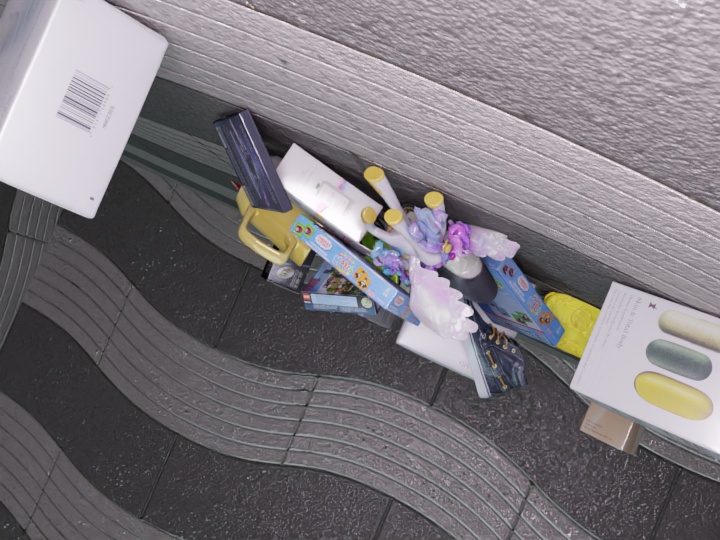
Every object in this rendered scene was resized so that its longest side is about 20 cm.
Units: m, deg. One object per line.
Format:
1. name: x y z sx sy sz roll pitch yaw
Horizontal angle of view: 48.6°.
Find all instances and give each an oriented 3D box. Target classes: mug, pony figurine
1. mug: -0.124 -0.109 1.317 0.152 0.151 0.187 33 -170 -5
2. pony figurine: 0.090 -0.030 1.052 0.191 0.168 0.201 26 160 34

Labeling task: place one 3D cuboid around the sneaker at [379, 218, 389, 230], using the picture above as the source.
1. sneaker: 0.034 -0.060 1.549 0.198 0.076 0.114 31 177 -4

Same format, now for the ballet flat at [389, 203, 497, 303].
1. ballet flat: 0.122 -0.030 1.165 0.199 0.073 0.073 41 -179 14

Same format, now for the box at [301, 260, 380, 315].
1. box: 0.000 0.000 1.389 0.134 0.201 0.038 2 124 25

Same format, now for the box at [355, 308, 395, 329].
1. box: 0.029 0.015 1.793 0.103 0.187 0.200 21 176 23

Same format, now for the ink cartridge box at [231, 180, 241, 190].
1. ink cartridge box: -0.156 -0.138 1.546 0.115 0.068 0.200 29 -171 -45

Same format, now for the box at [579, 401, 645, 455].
1. box: 0.493 0.225 1.472 0.094 0.204 0.077 20 176 39

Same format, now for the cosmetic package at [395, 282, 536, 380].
1. cosmetic package: 0.191 0.083 1.476 0.196 0.204 0.123 23 178 5

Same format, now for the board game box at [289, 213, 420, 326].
1. board game box: 0.000 0.001 1.194 0.199 0.037 0.151 40 -176 25

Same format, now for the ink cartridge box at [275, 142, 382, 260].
1. ink cartridge box: -0.035 -0.096 1.185 0.198 0.068 0.116 36 177 -2

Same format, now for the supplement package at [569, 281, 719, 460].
1. supplement package: 0.406 0.133 1.028 0.198 0.154 0.150 22 176 37

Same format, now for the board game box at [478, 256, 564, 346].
1. board game box: 0.226 0.033 1.292 0.200 0.037 0.150 47 165 -33

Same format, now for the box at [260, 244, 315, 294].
1. box: -0.155 -0.056 1.894 0.085 0.204 0.164 24 178 -12

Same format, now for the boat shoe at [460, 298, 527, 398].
1. boat shoe: 0.221 0.118 1.348 0.089 0.204 0.071 -15 -156 12

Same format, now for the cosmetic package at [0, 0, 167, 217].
1. cosmetic package: -0.334 -0.188 0.860 0.122 0.203 0.198 25 177 -39

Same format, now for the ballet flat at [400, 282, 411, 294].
1. ballet flat: 0.089 -0.008 1.318 0.201 0.074 0.069 -96 -20 -62

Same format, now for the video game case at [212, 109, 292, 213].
1. video game case: -0.158 -0.154 1.144 0.145 0.019 0.199 66 164 -15

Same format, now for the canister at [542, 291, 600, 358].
1. canister: 0.377 0.103 1.447 0.146 0.088 0.200 25 179 5

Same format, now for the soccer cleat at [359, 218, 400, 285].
1. soccer cleat: 0.026 -0.042 1.324 0.081 0.067 0.203 24 -144 -54
